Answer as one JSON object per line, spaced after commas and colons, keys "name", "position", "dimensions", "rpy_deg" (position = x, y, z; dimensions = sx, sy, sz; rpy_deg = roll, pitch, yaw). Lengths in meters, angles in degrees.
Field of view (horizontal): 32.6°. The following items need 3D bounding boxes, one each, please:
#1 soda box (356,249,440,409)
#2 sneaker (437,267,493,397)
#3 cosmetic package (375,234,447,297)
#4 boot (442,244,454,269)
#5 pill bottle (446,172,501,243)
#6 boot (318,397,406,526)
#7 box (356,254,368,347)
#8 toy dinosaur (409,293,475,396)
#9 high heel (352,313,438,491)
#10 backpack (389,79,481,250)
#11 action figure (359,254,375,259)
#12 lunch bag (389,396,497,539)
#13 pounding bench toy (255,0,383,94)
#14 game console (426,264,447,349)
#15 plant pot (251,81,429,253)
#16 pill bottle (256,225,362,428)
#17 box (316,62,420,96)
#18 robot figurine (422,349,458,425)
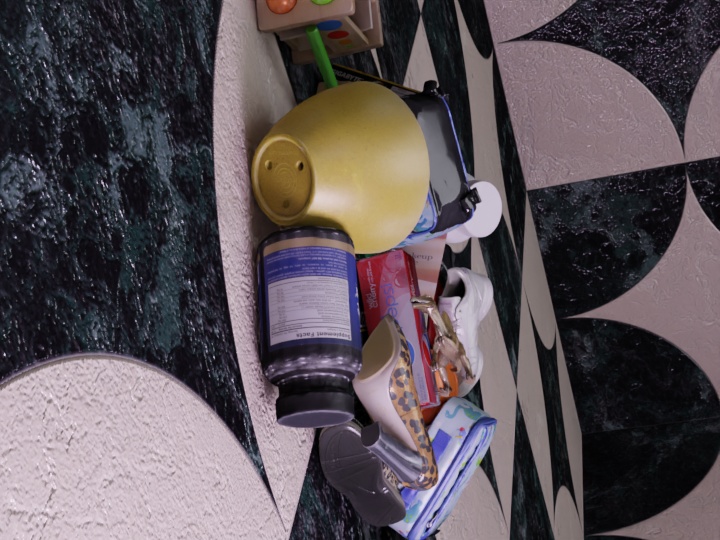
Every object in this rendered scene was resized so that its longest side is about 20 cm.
{"name": "soda box", "position": [0.049, 0.080, 1.589], "dimensions": [0.063, 0.069, 0.203], "rpy_deg": [27, 51, -71]}
{"name": "sneaker", "position": [0.141, 0.091, 1.862], "dimensions": [0.099, 0.074, 0.203], "rpy_deg": [27, 66, -46]}
{"name": "cosmetic package", "position": [0.070, -0.047, 1.760], "dimensions": [0.201, 0.102, 0.088], "rpy_deg": [95, 1, -51]}
{"name": "boot", "position": [0.095, -0.087, 2.089], "dimensions": [0.201, 0.065, 0.165], "rpy_deg": [61, 2, -21]}
{"name": "pill bottle", "position": [0.117, -0.099, 1.869], "dimensions": [0.108, 0.199, 0.110], "rpy_deg": [-5, 99, -37]}
{"name": "boot", "position": [-0.001, 0.208, 1.548], "dimensions": [0.155, 0.073, 0.205], "rpy_deg": [-93, 161, -46]}
{"name": "box", "position": [-0.034, 0.058, 1.537], "dimensions": [0.200, 0.048, 0.164], "rpy_deg": [7, 76, -76]}
{"name": "toy dinosaur", "position": [0.118, 0.105, 1.577], "dimensions": [0.201, 0.057, 0.102], "rpy_deg": [61, 21, -50]}
{"name": "high heel", "position": [0.053, 0.164, 1.506], "dimensions": [0.143, 0.071, 0.202], "rpy_deg": [45, 38, -39]}
{"name": "backpack", "position": [0.022, -0.114, 1.539], "dimensions": [0.146, 0.199, 0.185], "rpy_deg": [-16, 87, -40]}
{"name": "action figure", "position": [0.000, 0.000, 1.685], "dimensions": [0.118, 0.054, 0.203], "rpy_deg": [16, 62, -76]}
{"name": "lunch bag", "position": [0.108, 0.276, 1.704], "dimensions": [0.201, 0.082, 0.161], "rpy_deg": [-59, 163, 1]}
{"name": "pounding bench toy", "position": [-0.052, -0.316, 1.540], "dimensions": [0.156, 0.123, 0.203], "rpy_deg": [26, 57, -72]}
{"name": "game console", "position": [0.100, 0.066, 1.972], "dimensions": [0.119, 0.171, 0.200], "rpy_deg": [-53, 149, -12]}
{"name": "plant pot", "position": [-0.041, -0.111, 1.400], "dimensions": [0.141, 0.198, 0.203], "rpy_deg": [-12, 93, -48]}
{"name": "pill bottle", "position": [-0.055, 0.063, 1.335], "dimensions": [0.112, 0.110, 0.203], "rpy_deg": [43, 41, -66]}
{"name": "box", "position": [0.039, -0.193, 1.747], "dimensions": [0.050, 0.158, 0.201], "rpy_deg": [-56, 146, -20]}
{"name": "robot figurine", "position": [0.077, 0.165, 1.757], "dimensions": [0.144, 0.116, 0.200], "rpy_deg": [51, 10, 13]}
